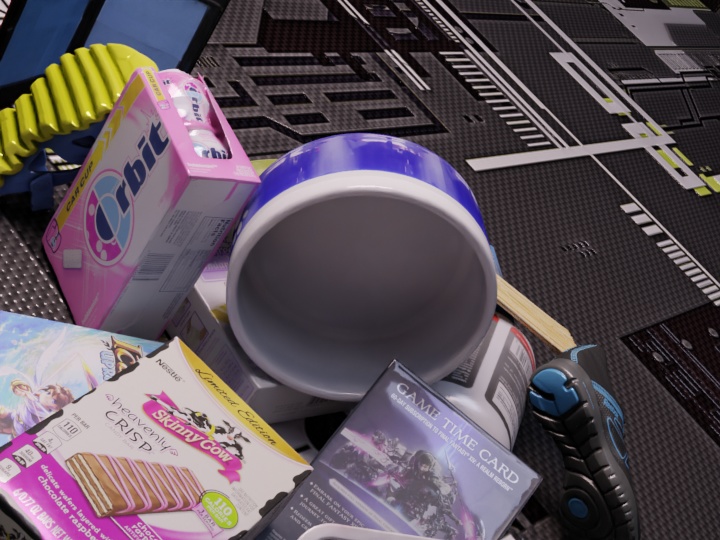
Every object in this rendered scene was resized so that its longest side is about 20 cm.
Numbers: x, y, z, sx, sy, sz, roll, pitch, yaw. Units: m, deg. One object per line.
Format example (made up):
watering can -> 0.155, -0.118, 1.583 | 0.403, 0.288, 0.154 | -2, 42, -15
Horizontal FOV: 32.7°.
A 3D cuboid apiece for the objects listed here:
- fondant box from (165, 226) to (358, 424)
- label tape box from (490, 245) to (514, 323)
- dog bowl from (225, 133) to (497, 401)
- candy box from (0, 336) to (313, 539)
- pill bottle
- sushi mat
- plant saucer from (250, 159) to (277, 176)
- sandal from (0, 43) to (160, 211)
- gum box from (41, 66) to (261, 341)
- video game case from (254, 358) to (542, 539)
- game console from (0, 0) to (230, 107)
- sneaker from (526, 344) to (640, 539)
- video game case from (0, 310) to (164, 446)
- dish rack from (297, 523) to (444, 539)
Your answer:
fondant box -> -0.092, 0.033, 1.037 | 0.144, 0.058, 0.200 | -4, 48, -46
label tape box -> 0.066, 0.002, 1.183 | 0.143, 0.066, 0.200 | 29, 20, -12
dog bowl -> 0.000, 0.000, 0.926 | 0.199, 0.200, 0.079 | 24, 33, -19
candy box -> -0.137, 0.139, 0.768 | 0.136, 0.061, 0.200 | 42, 33, 8
pill bottle -> 0.075, 0.122, 1.025 | 0.116, 0.116, 0.200 | 35, 32, -1
sushi mat -> 0.129, 0.022, 1.104 | 0.200, 0.012, 0.096 | 38, 16, -21
plant saucer -> -0.012, -0.064, 1.043 | 0.199, 0.031, 0.200 | 6, 14, -1
sandal -> -0.235, -0.110, 0.988 | 0.087, 0.199, 0.080 | 37, 34, -49
gum box -> -0.163, -0.048, 0.938 | 0.066, 0.200, 0.114 | 1, 48, -42
video game case -> 0.020, 0.182, 0.880 | 0.143, 0.019, 0.200 | 39, 67, 4
game console -> -0.224, -0.204, 1.086 | 0.172, 0.200, 0.119 | 25, 34, -18
sneaker -> 0.210, 0.161, 1.062 | 0.082, 0.073, 0.201 | -30, 110, -46
video game case -> -0.202, 0.118, 0.835 | 0.181, 0.045, 0.200 | 16, 37, -31
dish rack -> 0.021, 0.259, 0.804 | 0.199, 0.043, 0.172 | 15, 77, -30
